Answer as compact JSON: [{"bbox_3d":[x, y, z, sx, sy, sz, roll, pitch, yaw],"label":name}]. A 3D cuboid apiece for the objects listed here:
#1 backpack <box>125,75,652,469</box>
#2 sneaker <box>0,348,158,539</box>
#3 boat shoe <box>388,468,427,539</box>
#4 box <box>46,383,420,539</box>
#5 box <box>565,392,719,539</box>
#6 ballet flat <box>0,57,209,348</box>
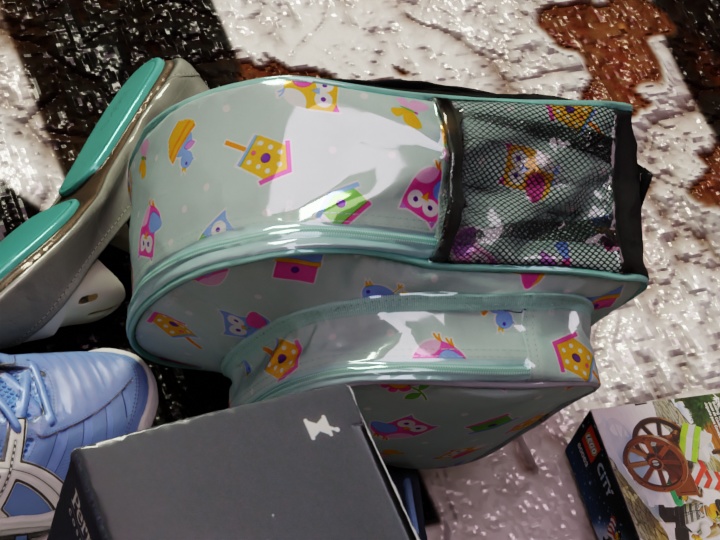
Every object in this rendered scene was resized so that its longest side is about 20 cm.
[{"bbox_3d":[0.000,0.000,0.876,0.200,0.176,0.154,13,68,-19],"label":"backpack"},{"bbox_3d":[-0.170,0.069,0.844,0.200,0.077,0.076,-16,60,-27],"label":"sneaker"},{"bbox_3d":[0.034,0.158,0.835,0.069,0.084,0.200,-18,64,-14],"label":"boat shoe"},{"bbox_3d":[-0.045,0.157,0.740,0.104,0.200,0.148,-12,60,-24],"label":"box"},{"bbox_3d":[0.187,0.146,0.919,0.136,0.038,0.200,-7,58,-20],"label":"box"},{"bbox_3d":[-0.117,-0.015,0.932,0.064,0.067,0.200,47,53,-18],"label":"ballet flat"}]
